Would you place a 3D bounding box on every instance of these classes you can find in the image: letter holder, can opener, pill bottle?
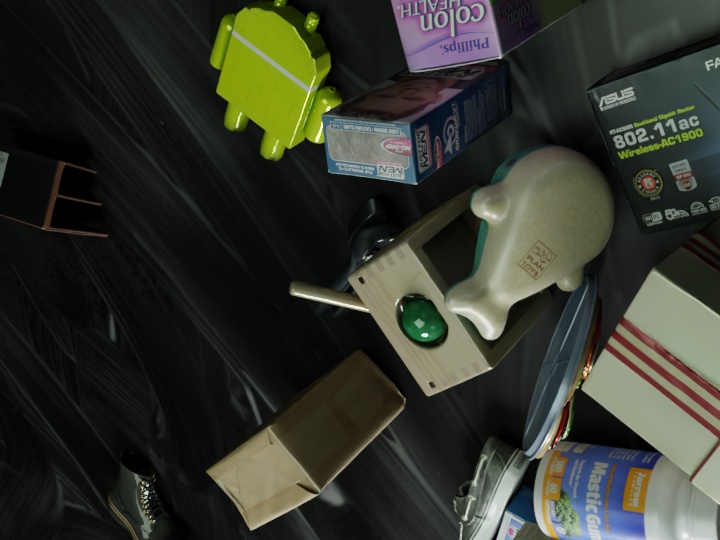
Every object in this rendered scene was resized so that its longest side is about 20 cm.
[{"bbox_3d":[-0.476,-0.122,1.467,0.199,0.142,0.101,16,93,30],"label":"letter holder"},{"bbox_3d":[0.000,0.000,1.199,0.063,0.079,0.200,12,138,-16],"label":"can opener"},{"bbox_3d":[0.302,0.253,1.071,0.199,0.112,0.113,0,116,38],"label":"pill bottle"}]

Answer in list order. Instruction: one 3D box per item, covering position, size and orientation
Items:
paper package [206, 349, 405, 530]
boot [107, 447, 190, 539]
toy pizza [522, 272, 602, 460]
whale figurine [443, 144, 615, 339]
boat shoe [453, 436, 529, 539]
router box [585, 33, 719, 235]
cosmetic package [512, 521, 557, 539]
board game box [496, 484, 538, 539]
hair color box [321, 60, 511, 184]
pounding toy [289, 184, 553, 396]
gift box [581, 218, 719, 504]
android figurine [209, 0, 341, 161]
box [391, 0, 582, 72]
[{"bbox_3d":[-0.071,0.221,1.278,0.104,0.200,0.190,51,135,1],"label":"paper package"},{"bbox_3d":[-0.364,0.416,1.711,0.199,0.077,0.139,31,126,18],"label":"boot"},{"bbox_3d":[0.212,0.100,0.996,0.032,0.201,0.201,20,129,5],"label":"toy pizza"},{"bbox_3d":[0.158,-0.032,0.973,0.159,0.200,0.104,35,-177,-27],"label":"whale figurine"},{"bbox_3d":[0.155,0.293,1.243,0.063,0.071,0.201,30,122,19],"label":"boat shoe"},{"bbox_3d":[0.319,-0.128,0.863,0.199,0.062,0.151,-15,105,42],"label":"router box"},{"bbox_3d":[0.269,0.367,1.114,0.199,0.071,0.106,3,116,36],"label":"cosmetic package"},{"bbox_3d":[0.258,0.400,1.231,0.195,0.056,0.201,27,129,22],"label":"board game box"},{"bbox_3d":[0.060,-0.152,0.952,0.099,0.200,0.061,10,122,32],"label":"hair color box"},{"bbox_3d":[0.068,0.025,1.052,0.142,0.200,0.185,-31,95,44],"label":"pounding toy"},{"bbox_3d":[0.342,0.089,0.903,0.186,0.184,0.201,39,137,24],"label":"gift box"},{"bbox_3d":[-0.101,-0.229,1.140,0.182,0.041,0.201,37,133,14],"label":"android figurine"},{"bbox_3d":[0.099,-0.300,0.851,0.096,0.176,0.201,-2,115,38],"label":"box"}]
